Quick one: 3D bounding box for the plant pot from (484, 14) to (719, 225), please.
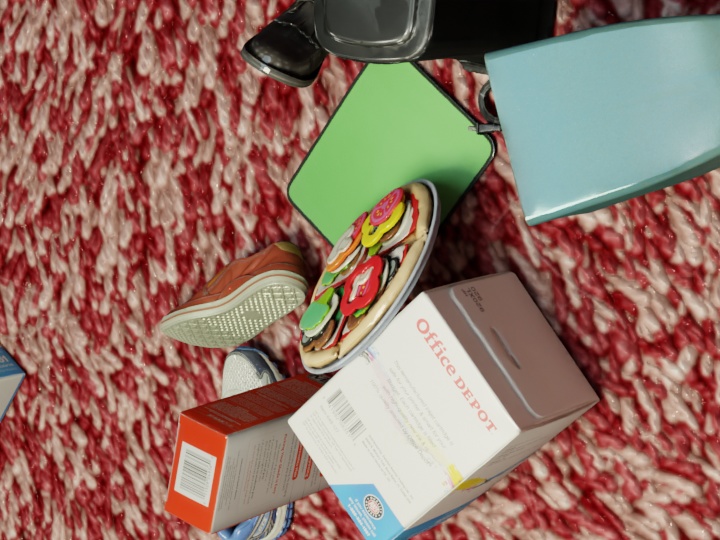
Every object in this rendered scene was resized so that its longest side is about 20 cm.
[{"bbox_3d":[0.230,-0.133,1.408,0.200,0.141,0.141,-15,89,30],"label":"plant pot"}]

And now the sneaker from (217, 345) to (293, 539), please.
[{"bbox_3d":[-0.113,0.175,1.740,0.077,0.085,0.200,-1,96,36],"label":"sneaker"}]

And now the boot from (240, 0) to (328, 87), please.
[{"bbox_3d":[-0.022,-0.261,1.539,0.069,0.200,0.174,32,124,7],"label":"boot"}]

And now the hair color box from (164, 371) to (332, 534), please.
[{"bbox_3d":[-0.088,0.165,1.648,0.061,0.200,0.102,22,110,32],"label":"hair color box"}]

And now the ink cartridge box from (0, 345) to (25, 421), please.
[{"bbox_3d":[-0.490,0.107,2.006,0.200,0.085,0.145,44,120,21],"label":"ink cartridge box"}]

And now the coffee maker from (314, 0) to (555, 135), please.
[{"bbox_3d":[0.069,-0.213,1.466,0.135,0.200,0.192,-19,85,37],"label":"coffee maker"}]

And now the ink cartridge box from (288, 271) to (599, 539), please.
[{"bbox_3d":[0.073,0.121,1.556,0.200,0.145,0.147,-44,73,33],"label":"ink cartridge box"}]

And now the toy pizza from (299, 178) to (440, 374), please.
[{"bbox_3d":[0.000,0.000,1.570,0.032,0.200,0.200,32,125,-19],"label":"toy pizza"}]

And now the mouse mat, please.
[{"bbox_3d":[0.024,-0.092,1.643,0.161,0.008,0.200,47,120,21],"label":"mouse mat"}]

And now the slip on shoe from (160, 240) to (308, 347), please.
[{"bbox_3d":[-0.122,0.026,1.742,0.200,0.074,0.061,-28,46,42],"label":"slip on shoe"}]
